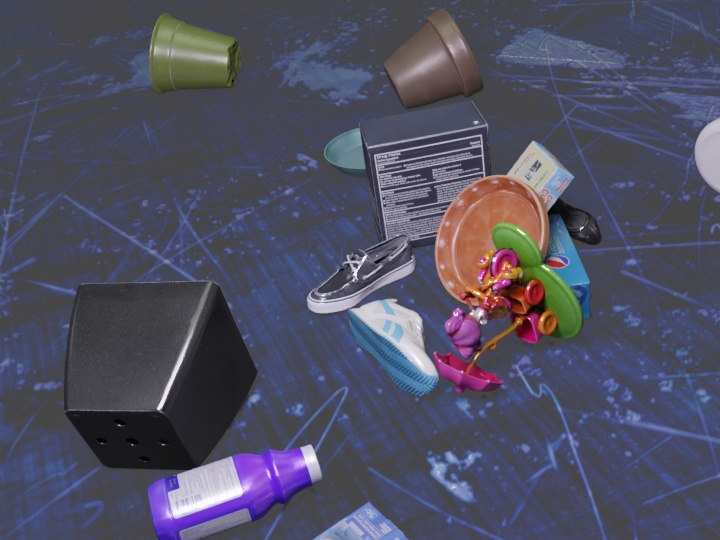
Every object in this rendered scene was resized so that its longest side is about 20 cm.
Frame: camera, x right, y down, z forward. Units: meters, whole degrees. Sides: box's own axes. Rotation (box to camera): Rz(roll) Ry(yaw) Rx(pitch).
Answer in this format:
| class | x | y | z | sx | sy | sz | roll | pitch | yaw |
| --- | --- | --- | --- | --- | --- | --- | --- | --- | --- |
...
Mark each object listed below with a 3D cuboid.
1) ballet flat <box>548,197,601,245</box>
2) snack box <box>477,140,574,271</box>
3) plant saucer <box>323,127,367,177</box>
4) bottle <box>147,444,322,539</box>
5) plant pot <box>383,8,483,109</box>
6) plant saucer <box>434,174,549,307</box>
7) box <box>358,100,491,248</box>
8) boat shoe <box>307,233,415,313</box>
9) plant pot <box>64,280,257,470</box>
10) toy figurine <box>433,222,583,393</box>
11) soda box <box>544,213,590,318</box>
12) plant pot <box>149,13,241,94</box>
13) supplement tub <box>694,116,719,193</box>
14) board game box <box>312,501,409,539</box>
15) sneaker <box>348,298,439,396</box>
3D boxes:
| class | x | y | z | sx | sy | sz | roll | pitch | yaw |
| --- | --- | --- | --- | --- | --- | --- | --- | --- | --- |
| ballet flat | 0.323 | -0.088 | 1.519 | 0.066 | 0.057 | 0.200 | -44 | 32 | -1 |
| snack box | 0.238 | -0.095 | 1.423 | 0.037 | 0.200 | 0.116 | 28 | 20 | -23 |
| plant saucer | 0.028 | -0.235 | 1.827 | 0.199 | 0.036 | 0.200 | -6 | 32 | 4 |
| bottle | -0.145 | 0.258 | 1.074 | 0.199 | 0.066 | 0.084 | -17 | 34 | -12 |
| plant pot | 0.149 | -0.445 | 2.007 | 0.174 | 0.201 | 0.200 | -27 | 32 | 4 |
| plant saucer | 0.197 | -0.042 | 1.370 | 0.032 | 0.201 | 0.200 | 18 | 9 | -43 |
| box | 0.113 | -0.158 | 1.532 | 0.199 | 0.199 | 0.123 | -11 | 32 | -2 |
| boat shoe | 0.000 | 0.000 | 1.436 | 0.199 | 0.068 | 0.072 | -25 | 35 | -22 |
| plant pot | -0.270 | 0.146 | 1.180 | 0.199 | 0.200 | 0.178 | -1 | 47 | 14 |
| toy figurine | 0.170 | 0.070 | 1.196 | 0.184 | 0.200 | 0.150 | -42 | 34 | -22 |
| soda box | 0.289 | -0.006 | 1.371 | 0.068 | 0.064 | 0.200 | -8 | 32 | 3 |
| plant pot | -0.405 | -0.530 | 2.296 | 0.189 | 0.201 | 0.200 | 9 | 35 | 5 |
| supplement tub | 0.669 | -0.219 | 1.529 | 0.200 | 0.141 | 0.140 | -31 | 38 | -29 |
| board game box | -0.009 | 0.350 | 0.915 | 0.199 | 0.044 | 0.200 | -29 | 37 | -25 |
| sneaker | 0.058 | 0.097 | 1.264 | 0.081 | 0.077 | 0.200 | -20 | 35 | -20 |
